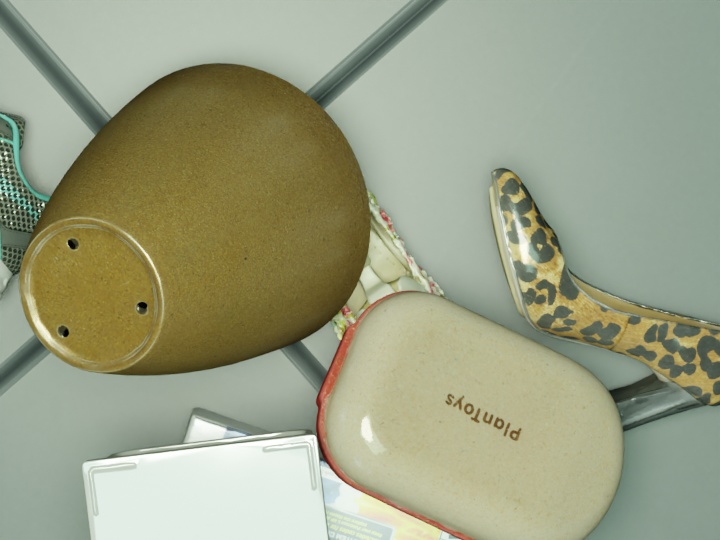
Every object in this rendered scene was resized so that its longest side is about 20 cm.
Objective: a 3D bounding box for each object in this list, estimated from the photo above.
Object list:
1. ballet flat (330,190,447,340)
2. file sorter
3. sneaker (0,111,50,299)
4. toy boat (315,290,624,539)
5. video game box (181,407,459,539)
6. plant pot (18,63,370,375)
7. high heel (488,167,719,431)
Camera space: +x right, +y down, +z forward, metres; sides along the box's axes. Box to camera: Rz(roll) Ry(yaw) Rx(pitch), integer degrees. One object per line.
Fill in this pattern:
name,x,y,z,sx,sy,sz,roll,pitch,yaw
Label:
ballet flat,0.000,0.000,1.749,0.076,0.064,0.200,-37,94,0
file sorter,-0.083,0.200,1.683,0.139,0.125,0.200,-7,93,0
sneaker,-0.257,-0.082,1.742,0.091,0.078,0.200,-34,98,-15
toy boat,0.061,0.102,1.720,0.200,0.131,0.131,27,75,-13
video game box,-0.043,0.205,1.770,0.200,0.047,0.182,18,95,-2
plant pot,-0.115,-0.011,1.647,0.186,0.200,0.186,7,109,20
high heel,0.168,0.005,1.745,0.143,0.071,0.200,-21,110,6
